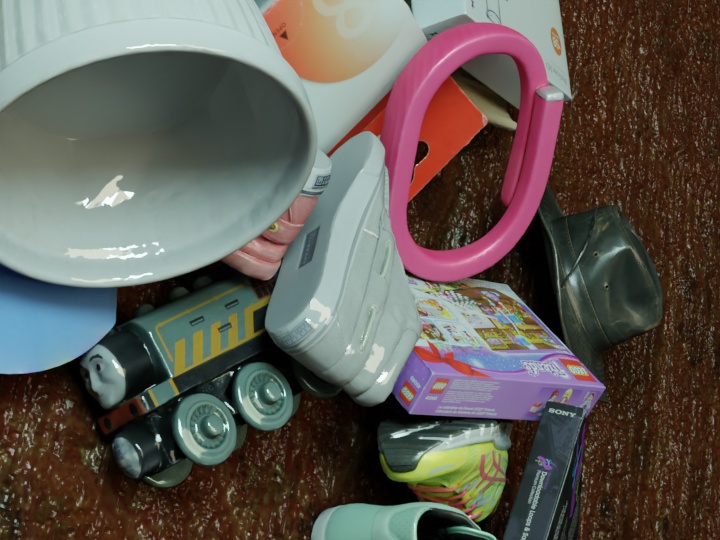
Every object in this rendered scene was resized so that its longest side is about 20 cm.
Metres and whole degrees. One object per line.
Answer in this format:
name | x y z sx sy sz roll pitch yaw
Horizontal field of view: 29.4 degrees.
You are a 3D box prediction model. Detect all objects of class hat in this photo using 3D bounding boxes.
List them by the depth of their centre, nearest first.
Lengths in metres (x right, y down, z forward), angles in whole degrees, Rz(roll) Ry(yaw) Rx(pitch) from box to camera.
hat | 0.212 0.008 1.171 0.200 0.080 0.203 -15 90 -76

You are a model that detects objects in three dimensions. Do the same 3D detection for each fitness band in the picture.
fitness band | 0.079 -0.085 1.029 0.142 0.037 0.202 -8 122 -29

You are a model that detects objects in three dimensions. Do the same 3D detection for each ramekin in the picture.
ramekin | -0.131 -0.091 0.764 0.199 0.200 0.106 15 45 -41

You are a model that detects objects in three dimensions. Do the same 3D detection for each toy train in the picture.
toy train | -0.094 0.061 0.907 0.199 0.085 0.115 -27 87 -43

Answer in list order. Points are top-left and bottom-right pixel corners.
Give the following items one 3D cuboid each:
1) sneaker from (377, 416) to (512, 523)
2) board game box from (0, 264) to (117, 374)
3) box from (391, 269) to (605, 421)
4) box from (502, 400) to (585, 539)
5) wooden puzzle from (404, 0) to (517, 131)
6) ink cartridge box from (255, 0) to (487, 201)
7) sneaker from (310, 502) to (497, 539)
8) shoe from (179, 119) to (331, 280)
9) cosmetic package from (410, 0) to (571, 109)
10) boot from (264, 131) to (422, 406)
sneaker | 0.069 0.154 1.015 0.200 0.077 0.092 14 78 -64
board game box | -0.220 -0.036 0.828 0.157 0.039 0.203 14 71 -41
box | 0.078 0.055 1.044 0.199 0.039 0.137 9 30 -43
box | 0.137 0.216 1.042 0.201 0.036 0.144 85 23 -46
wooden puzzle | 0.056 -0.219 1.127 0.184 0.046 0.203 9 69 -55
ink cartridge box | -0.013 -0.117 0.988 0.162 0.050 0.200 -44 114 -1
sneaker | 0.069 0.230 0.995 0.200 0.117 0.074 38 55 -33
shoe | -0.120 -0.078 0.898 0.199 0.092 0.071 32 20 8
cosmetic package | 0.103 -0.231 1.105 0.199 0.051 0.153 22 61 -56
boot | 0.000 0.000 0.934 0.096 0.073 0.201 43 42 -25
